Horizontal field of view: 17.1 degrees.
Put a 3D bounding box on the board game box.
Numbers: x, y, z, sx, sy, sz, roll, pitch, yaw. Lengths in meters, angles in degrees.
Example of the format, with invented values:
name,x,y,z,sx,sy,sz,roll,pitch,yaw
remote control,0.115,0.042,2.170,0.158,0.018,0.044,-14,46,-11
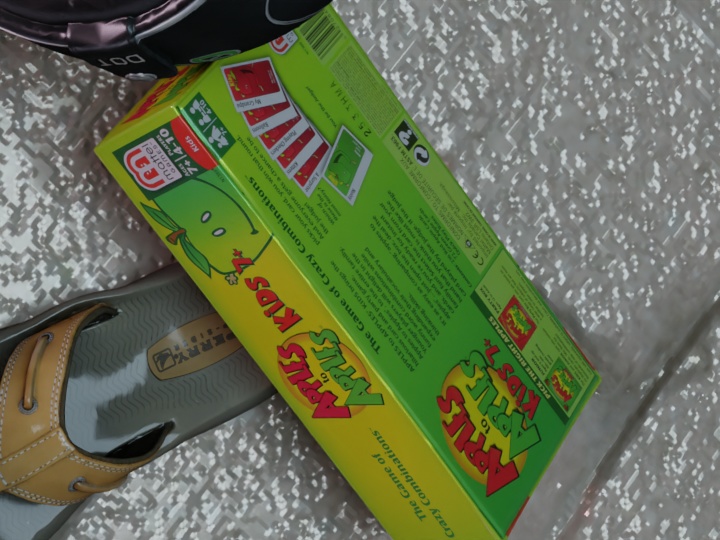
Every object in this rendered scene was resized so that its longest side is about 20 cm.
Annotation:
name,x,y,z,sx,sy,sz,roll,pitch,yaw
board game box,0.000,0.000,0.887,0.200,0.047,0.102,53,43,-15

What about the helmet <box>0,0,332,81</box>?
name,x,y,z,sx,sy,sz,roll,pitch,yaw
helmet,-0.067,-0.171,0.803,0.198,0.191,0.202,5,110,15

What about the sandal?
name,x,y,z,sx,sy,sz,roll,pitch,yaw
sandal,-0.097,0.053,0.857,0.199,0.055,0.082,-25,99,-24
